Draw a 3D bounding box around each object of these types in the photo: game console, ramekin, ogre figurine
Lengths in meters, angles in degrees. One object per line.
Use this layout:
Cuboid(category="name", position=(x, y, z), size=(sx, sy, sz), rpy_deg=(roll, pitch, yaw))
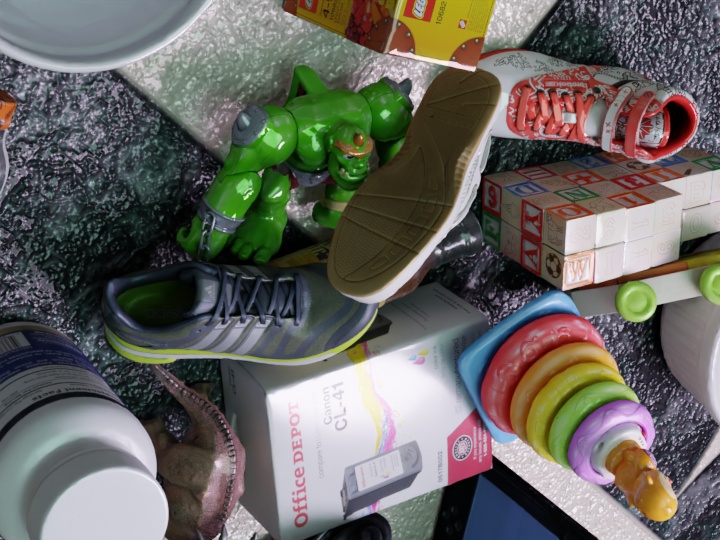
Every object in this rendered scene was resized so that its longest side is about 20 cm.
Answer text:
Cuboid(category="game console", position=(0.082, 0.256, 1.140), size=(0.119, 0.200, 0.173), rpy_deg=(1, 110, -33))
Cuboid(category="ramekin", position=(0.367, 0.047, 1.289), size=(0.202, 0.094, 0.203), rpy_deg=(-12, 116, -27))
Cuboid(category="ramekin", position=(-0.179, -0.227, 0.833), size=(0.200, 0.105, 0.201), rpy_deg=(-12, 116, -27))
Cuboid(category="ogre figurine", position=(-0.033, -0.075, 0.999), size=(0.200, 0.098, 0.120), rpy_deg=(-2, 130, -15))

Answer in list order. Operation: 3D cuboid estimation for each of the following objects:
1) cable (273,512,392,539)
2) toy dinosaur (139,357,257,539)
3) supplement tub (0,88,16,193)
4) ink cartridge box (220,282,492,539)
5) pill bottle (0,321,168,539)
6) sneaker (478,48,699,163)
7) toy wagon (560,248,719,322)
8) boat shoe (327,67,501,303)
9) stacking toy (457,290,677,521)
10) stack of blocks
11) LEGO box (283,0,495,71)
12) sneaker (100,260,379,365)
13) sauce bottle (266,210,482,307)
Cuboid(category="cable", position=(-0.054, 0.237, 1.076), size=(0.200, 0.163, 0.051), rpy_deg=(-30, 88, -29))
Cuboid(category="toy dinosaur", position=(-0.113, 0.162, 1.022), size=(0.086, 0.136, 0.200), rpy_deg=(-9, 114, -28))
Cuboid(category="supplement tub", position=(-0.291, -0.032, 0.838), size=(0.122, 0.122, 0.200), rpy_deg=(22, 99, -36))
Cuboid(category="ink cartridge box", position=(0.001, 0.111, 1.101), size=(0.200, 0.086, 0.148), rpy_deg=(-18, 119, -26))
Cuboid(category="pill bottle", position=(-0.200, 0.119, 0.910), size=(0.111, 0.200, 0.111), rpy_deg=(-12, 117, -26))
Cuboid(category="sneaker", position=(0.169, -0.127, 1.084), size=(0.201, 0.108, 0.067), rpy_deg=(-2, 111, -30))
Cuboid(category="toy wagon", position=(0.226, 0.018, 1.158), size=(0.200, 0.155, 0.040), rpy_deg=(-11, 90, 1))
Cuboid(category="boat shoe", position=(0.046, -0.049, 0.969), size=(0.200, 0.071, 0.069), rpy_deg=(-56, 154, -24))
Cuboid(category="stacking toy", position=(0.170, 0.114, 1.024), size=(0.110, 0.200, 0.116), rpy_deg=(-34, 129, -7))
Cuboid(category="stack of blocks", position=(0.213, -0.050, 1.140), size=(0.200, 0.115, 0.059), rpy_deg=(-13, 117, -27))
Cuboid(category="LEGO box", position=(0.036, -0.249, 0.926), size=(0.077, 0.149, 0.200), rpy_deg=(6, 106, -33))
Cuboid(category="sneaker", position=(-0.086, 0.027, 0.960), size=(0.200, 0.081, 0.074), rpy_deg=(-7, 75, 2))
Cuboid(category="sauce bottle", position=(0.000, 0.000, 1.067), size=(0.200, 0.066, 0.066), rpy_deg=(-22, 120, -25))
